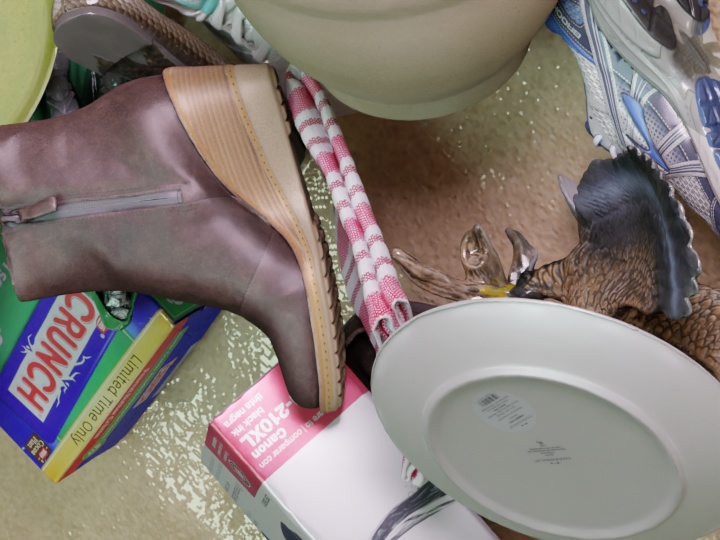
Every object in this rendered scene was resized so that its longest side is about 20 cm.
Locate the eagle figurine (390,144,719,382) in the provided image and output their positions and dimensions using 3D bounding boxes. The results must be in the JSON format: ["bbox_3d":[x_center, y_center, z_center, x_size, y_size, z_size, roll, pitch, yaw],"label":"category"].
[{"bbox_3d":[0.142,0.016,1.455,0.200,0.151,0.152,-13,87,44],"label":"eagle figurine"}]

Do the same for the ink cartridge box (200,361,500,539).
[{"bbox_3d":[0.005,0.146,1.627,0.200,0.084,0.145,49,168,6],"label":"ink cartridge box"}]

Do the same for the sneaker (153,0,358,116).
[{"bbox_3d":[-0.078,-0.154,1.586,0.200,0.088,0.075,44,118,8],"label":"sneaker"}]

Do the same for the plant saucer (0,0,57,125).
[{"bbox_3d":[-0.252,-0.134,1.607,0.199,0.031,0.201,-3,82,19],"label":"plant saucer"}]

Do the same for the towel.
[{"bbox_3d":[0.000,0.000,1.535,0.030,0.200,0.147,-19,137,-3],"label":"towel"}]

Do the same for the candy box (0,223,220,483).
[{"bbox_3d":[-0.196,0.001,1.742,0.200,0.077,0.169,45,129,8],"label":"candy box"}]

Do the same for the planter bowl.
[{"bbox_3d":[0.023,-0.163,1.471,0.200,0.200,0.135,18,147,26],"label":"planter bowl"}]

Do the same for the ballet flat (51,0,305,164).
[{"bbox_3d":[-0.099,-0.109,1.592,0.067,0.200,0.047,-26,51,28],"label":"ballet flat"}]

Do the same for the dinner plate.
[{"bbox_3d":[0.098,0.085,1.429,0.199,0.024,0.201,13,142,11],"label":"dinner plate"}]

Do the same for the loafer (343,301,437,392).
[{"bbox_3d":[0.065,0.085,1.610,0.200,0.071,0.073,30,124,19],"label":"loafer"}]

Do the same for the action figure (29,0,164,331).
[{"bbox_3d":[-0.150,-0.065,1.633,0.055,0.118,0.201,-171,72,-78],"label":"action figure"}]

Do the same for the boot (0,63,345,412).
[{"bbox_3d":[-0.102,-0.004,1.549,0.166,0.072,0.201,-15,91,4],"label":"boot"}]

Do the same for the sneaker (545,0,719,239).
[{"bbox_3d":[0.164,-0.078,1.483,0.085,0.077,0.201,-35,83,49],"label":"sneaker"}]
